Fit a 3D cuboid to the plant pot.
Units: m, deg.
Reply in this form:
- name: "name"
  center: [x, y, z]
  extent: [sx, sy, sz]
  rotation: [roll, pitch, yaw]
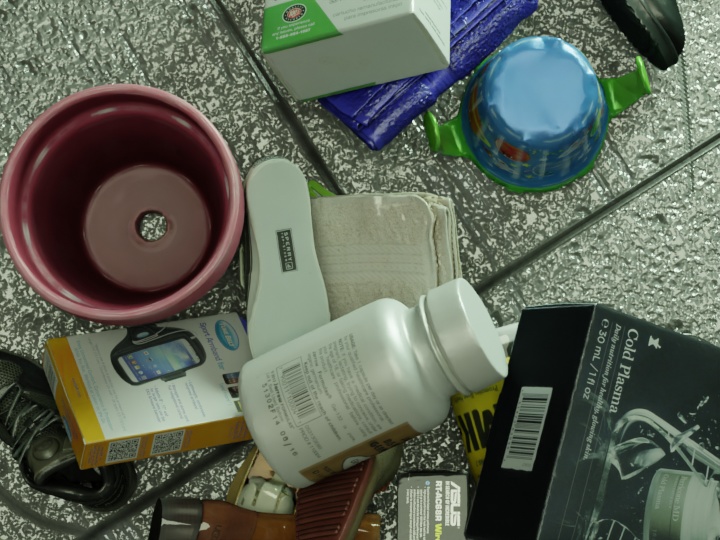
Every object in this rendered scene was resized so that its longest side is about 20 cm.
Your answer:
- name: "plant pot"
  center: [-0.195, -0.046, 1.618]
  extent: [0.200, 0.179, 0.200]
  rotation: [0, 83, 2]

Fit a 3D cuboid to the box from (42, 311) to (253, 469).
- name: "box"
  center: [-0.160, 0.099, 1.615]
  extent: [0.200, 0.042, 0.119]
  rotation: [-6, 48, -25]

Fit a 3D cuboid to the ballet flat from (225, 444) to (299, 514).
- name: "ballet flat"
  center: [-0.074, 0.173, 1.645]
  extent: [0.069, 0.063, 0.200]
  rotation: [19, 85, 2]

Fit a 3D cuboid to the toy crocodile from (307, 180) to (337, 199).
- name: "toy crocodile"
  center: [0.025, -0.009, 1.666]
  extent: [0.200, 0.062, 0.068]
  rotation: [36, 121, 11]

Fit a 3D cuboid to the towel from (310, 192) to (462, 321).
- name: "towel"
  center: [0.000, 0.000, 1.617]
  extent: [0.200, 0.034, 0.133]
  rotation: [-2, 99, 37]

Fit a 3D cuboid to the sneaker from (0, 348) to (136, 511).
- name: "sneaker"
  center: [-0.284, 0.132, 1.635]
  extent: [0.199, 0.114, 0.076]
  rotation: [42, 85, 8]

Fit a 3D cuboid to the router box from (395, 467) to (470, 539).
- name: "router box"
  center: [0.062, 0.267, 1.585]
  extent: [0.062, 0.150, 0.200]
  rotation: [0, 83, 3]

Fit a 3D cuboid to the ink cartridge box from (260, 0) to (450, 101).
- name: "ink cartridge box"
  center: [-0.001, -0.261, 1.629]
  extent: [0.146, 0.083, 0.200]
  rotation: [-12, 55, 22]

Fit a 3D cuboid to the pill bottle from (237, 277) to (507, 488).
- name: "pill bottle"
  center: [0.012, 0.088, 1.526]
  extent: [0.200, 0.114, 0.114]
  rotation: [-26, 83, 14]

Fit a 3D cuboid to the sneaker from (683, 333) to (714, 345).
- name: "sneaker"
  center: [0.333, 0.150, 1.634]
  extent: [0.200, 0.076, 0.116]
  rotation: [32, 91, 16]

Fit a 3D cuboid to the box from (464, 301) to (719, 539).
- name: "box"
  center: [0.215, 0.148, 1.510]
  extent: [0.196, 0.124, 0.200]
  rotation: [19, 80, -23]

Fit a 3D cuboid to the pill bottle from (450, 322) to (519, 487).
- name: "pill bottle"
  center: [0.146, 0.148, 1.614]
  extent: [0.114, 0.114, 0.200]
  rotation: [-17, 82, 0]

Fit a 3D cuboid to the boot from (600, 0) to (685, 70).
- name: "boot"
  center: [0.276, -0.301, 1.686]
  extent: [0.162, 0.073, 0.198]
  rotation: [-34, 83, -5]

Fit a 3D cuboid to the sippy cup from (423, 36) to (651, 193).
- name: "sippy cup"
  center: [0.154, -0.144, 1.640]
  extent: [0.140, 0.130, 0.178]
  rotation: [40, 86, 6]

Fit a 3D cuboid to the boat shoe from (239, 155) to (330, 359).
- name: "boat shoe"
  center: [-0.068, 0.001, 1.612]
  extent: [0.071, 0.064, 0.200]
  rotation: [-3, 97, -12]

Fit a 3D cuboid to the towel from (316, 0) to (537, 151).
- name: "towel"
  center: [0.043, -0.210, 1.660]
  extent: [0.200, 0.050, 0.148]
  rotation: [-41, 47, -4]

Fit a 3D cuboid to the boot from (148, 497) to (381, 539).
- name: "boot"
  center: [-0.093, 0.281, 1.634]
  extent: [0.200, 0.068, 0.188]
  rotation: [8, 109, -16]

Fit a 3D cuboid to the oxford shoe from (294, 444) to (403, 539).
- name: "oxford shoe"
  center: [0.003, 0.174, 1.600]
  extent: [0.070, 0.075, 0.200]
  rotation: [-10, 44, 37]
